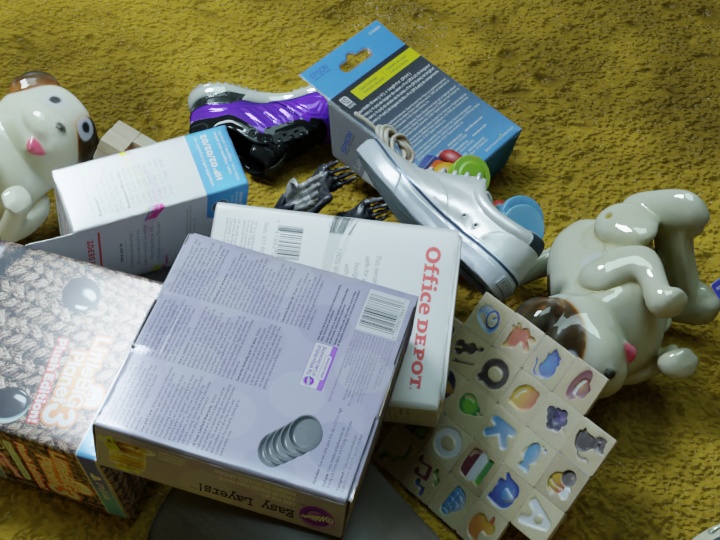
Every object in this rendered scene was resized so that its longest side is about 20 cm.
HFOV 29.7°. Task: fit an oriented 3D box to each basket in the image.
[{"bbox_3d":[-0.020,0.209,0.959,0.199,0.137,0.180,36,46,29],"label":"basket"}]

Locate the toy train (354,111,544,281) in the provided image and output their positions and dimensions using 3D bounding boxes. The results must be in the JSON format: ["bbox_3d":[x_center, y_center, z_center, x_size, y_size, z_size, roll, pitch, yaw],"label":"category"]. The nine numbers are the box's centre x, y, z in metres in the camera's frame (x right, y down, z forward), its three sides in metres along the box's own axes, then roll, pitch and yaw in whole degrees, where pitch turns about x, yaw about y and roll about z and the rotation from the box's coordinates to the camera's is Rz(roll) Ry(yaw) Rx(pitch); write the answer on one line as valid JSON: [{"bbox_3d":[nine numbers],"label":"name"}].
[{"bbox_3d":[0.078,-0.083,1.250,0.200,0.116,0.085,44,73,-9],"label":"toy train"}]

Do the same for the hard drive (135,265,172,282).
[{"bbox_3d":[-0.175,0.054,1.208,0.139,0.033,0.200,-22,45,-26],"label":"hard drive"}]

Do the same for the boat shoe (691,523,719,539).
[{"bbox_3d":[0.345,0.194,1.043,0.198,0.072,0.063,-22,42,-20],"label":"boat shoe"}]

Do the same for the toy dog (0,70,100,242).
[{"bbox_3d":[-0.332,-0.088,1.262,0.199,0.140,0.194,-36,3,5],"label":"toy dog"}]

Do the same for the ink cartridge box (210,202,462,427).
[{"bbox_3d":[-0.025,0.037,1.079,0.198,0.084,0.148,8,73,4],"label":"ink cartridge box"}]

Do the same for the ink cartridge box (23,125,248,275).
[{"bbox_3d":[-0.204,-0.048,1.197,0.198,0.115,0.068,-17,67,-17],"label":"ink cartridge box"}]

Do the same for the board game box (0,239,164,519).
[{"bbox_3d":[-0.246,0.081,1.084,0.198,0.097,0.160,13,58,17],"label":"board game box"}]

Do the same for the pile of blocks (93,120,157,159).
[{"bbox_3d":[-0.217,-0.079,1.282,0.062,0.200,0.083,30,83,-3],"label":"pile of blocks"}]

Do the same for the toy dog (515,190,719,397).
[{"bbox_3d":[0.200,0.032,1.165,0.192,0.141,0.200,14,41,26],"label":"toy dog"}]

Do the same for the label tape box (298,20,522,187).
[{"bbox_3d":[0.045,-0.151,1.400,0.199,0.064,0.144,39,49,13],"label":"label tape box"}]

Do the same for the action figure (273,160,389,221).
[{"bbox_3d":[-0.040,-0.031,1.255,0.119,0.102,0.200,47,36,-12],"label":"action figure"}]

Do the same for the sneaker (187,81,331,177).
[{"bbox_3d":[-0.083,-0.139,1.425,0.198,0.070,0.100,0,51,-5],"label":"sneaker"}]

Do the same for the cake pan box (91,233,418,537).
[{"bbox_3d":[-0.068,0.071,0.960,0.182,0.053,0.201,15,48,5],"label":"cake pan box"}]

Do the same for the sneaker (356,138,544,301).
[{"bbox_3d":[0.078,-0.055,1.174,0.071,0.073,0.200,-41,63,-9],"label":"sneaker"}]

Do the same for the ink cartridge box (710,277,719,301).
[{"bbox_3d":[0.382,0.073,1.135,0.094,0.037,0.201,-28,81,-32],"label":"ink cartridge box"}]

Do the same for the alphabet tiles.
[{"bbox_3d":[0.100,0.119,1.077,0.200,0.006,0.167,37,95,35],"label":"alphabet tiles"}]
